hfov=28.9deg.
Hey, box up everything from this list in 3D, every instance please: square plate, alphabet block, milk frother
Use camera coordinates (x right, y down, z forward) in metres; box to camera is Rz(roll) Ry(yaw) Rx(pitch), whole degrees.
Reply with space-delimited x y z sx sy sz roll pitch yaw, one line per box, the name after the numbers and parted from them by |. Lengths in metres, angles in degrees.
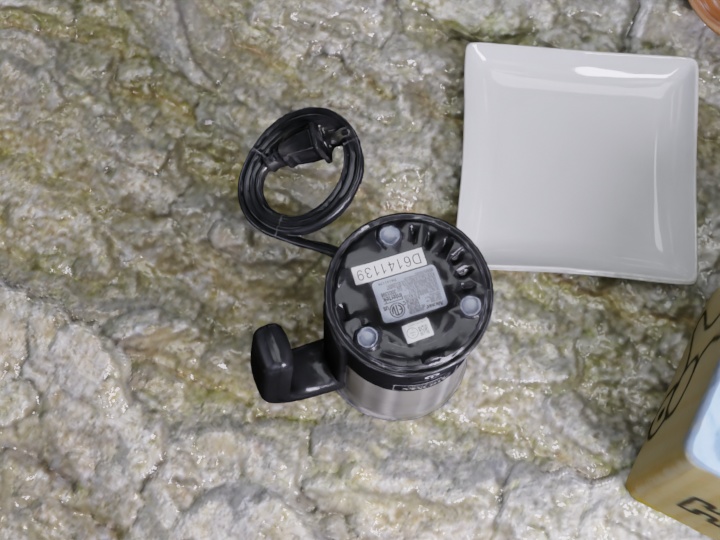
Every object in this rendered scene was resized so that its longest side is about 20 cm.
0.180 -0.089 1.164 0.198 0.028 0.200 4 74 0 | square plate
0.334 0.110 1.024 0.196 0.200 0.195 27 76 6 | alphabet block
0.000 0.000 1.052 0.180 0.188 0.200 0 74 -2 | milk frother

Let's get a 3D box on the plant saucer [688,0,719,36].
0.372 -0.266 1.174 0.200 0.037 0.200 -15 57 24 | plant saucer
